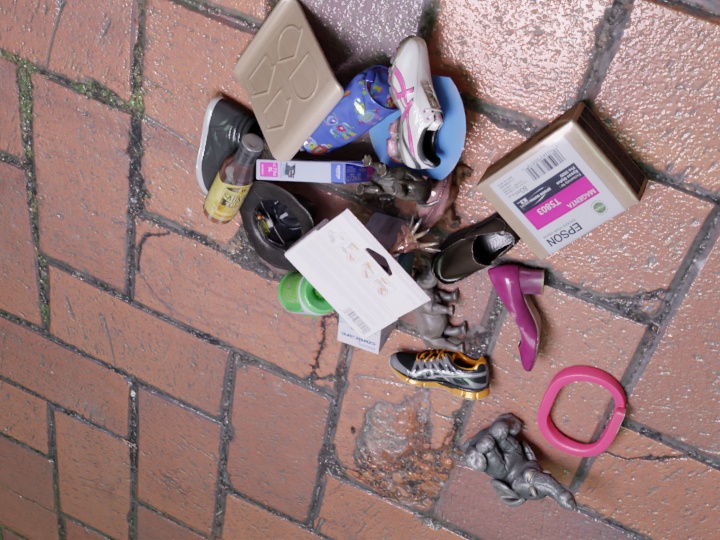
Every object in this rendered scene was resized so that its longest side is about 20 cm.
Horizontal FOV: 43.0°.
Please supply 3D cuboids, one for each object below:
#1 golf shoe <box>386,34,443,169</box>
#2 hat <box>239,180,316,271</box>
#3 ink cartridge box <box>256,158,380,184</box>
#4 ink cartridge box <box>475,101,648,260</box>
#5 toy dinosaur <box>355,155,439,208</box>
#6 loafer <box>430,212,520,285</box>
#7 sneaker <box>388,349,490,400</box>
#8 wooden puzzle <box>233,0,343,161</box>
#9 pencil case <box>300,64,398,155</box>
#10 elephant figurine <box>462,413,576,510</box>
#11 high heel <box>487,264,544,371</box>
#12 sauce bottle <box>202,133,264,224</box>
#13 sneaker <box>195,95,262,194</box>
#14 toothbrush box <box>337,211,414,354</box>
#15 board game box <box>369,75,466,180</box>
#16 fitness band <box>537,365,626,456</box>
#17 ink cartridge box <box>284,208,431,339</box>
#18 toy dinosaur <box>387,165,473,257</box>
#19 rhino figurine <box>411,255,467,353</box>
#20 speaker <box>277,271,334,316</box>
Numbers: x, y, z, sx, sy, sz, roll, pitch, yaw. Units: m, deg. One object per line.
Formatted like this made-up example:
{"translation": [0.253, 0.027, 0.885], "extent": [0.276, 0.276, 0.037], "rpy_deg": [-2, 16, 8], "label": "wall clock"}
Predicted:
{"translation": [0.092, -0.249, 1.363], "extent": [0.092, 0.073, 0.200], "rpy_deg": [22, 126, 35], "label": "golf shoe"}
{"translation": [-0.129, -0.092, 1.651], "extent": [0.200, 0.081, 0.201], "rpy_deg": [28, 136, 31], "label": "hat"}
{"translation": [-0.060, -0.168, 1.532], "extent": [0.200, 0.119, 0.042], "rpy_deg": [3, 99, 25], "label": "ink cartridge box"}
{"translation": [0.306, -0.133, 1.396], "extent": [0.165, 0.075, 0.200], "rpy_deg": [47, 131, -9], "label": "ink cartridge box"}
{"translation": [0.061, -0.137, 1.425], "extent": [0.200, 0.102, 0.077], "rpy_deg": [6, 93, 46], "label": "toy dinosaur"}
{"translation": [0.189, -0.034, 1.522], "extent": [0.073, 0.071, 0.200], "rpy_deg": [45, 125, -8], "label": "loafer"}
{"translation": [0.151, 0.179, 1.718], "extent": [0.200, 0.078, 0.077], "rpy_deg": [12, 115, 16], "label": "sneaker"}
{"translation": [-0.111, -0.305, 1.469], "extent": [0.185, 0.046, 0.200], "rpy_deg": [-44, 65, 39], "label": "wooden puzzle"}
{"translation": [-0.022, -0.254, 1.462], "extent": [0.087, 0.078, 0.200], "rpy_deg": [31, 144, -30], "label": "pencil case"}
{"translation": [0.299, 0.387, 1.740], "extent": [0.200, 0.155, 0.142], "rpy_deg": [45, 110, 3], "label": "elephant figurine"}
{"translation": [0.266, 0.082, 1.580], "extent": [0.096, 0.067, 0.200], "rpy_deg": [5, 111, 13], "label": "high heel"}
{"translation": [-0.219, -0.159, 1.587], "extent": [0.066, 0.066, 0.200], "rpy_deg": [36, 140, 0], "label": "sauce bottle"}
{"translation": [-0.231, -0.204, 1.627], "extent": [0.099, 0.071, 0.200], "rpy_deg": [25, 128, 15], "label": "sneaker"}
{"translation": [0.029, 0.022, 1.609], "extent": [0.085, 0.146, 0.200], "rpy_deg": [18, 129, 15], "label": "toothbrush box"}
{"translation": [0.097, -0.232, 1.441], "extent": [0.200, 0.039, 0.158], "rpy_deg": [18, 115, 41], "label": "board game box"}
{"translation": [0.402, 0.257, 1.664], "extent": [0.143, 0.037, 0.200], "rpy_deg": [24, 130, 14], "label": "fitness band"}
{"translation": [0.000, 0.000, 1.478], "extent": [0.200, 0.045, 0.176], "rpy_deg": [47, 133, -10], "label": "ink cartridge box"}
{"translation": [0.116, -0.104, 1.471], "extent": [0.086, 0.136, 0.200], "rpy_deg": [24, 126, 12], "label": "toy dinosaur"}
{"translation": [0.131, 0.060, 1.642], "extent": [0.087, 0.060, 0.200], "rpy_deg": [-2, 121, 26], "label": "rhino figurine"}
{"translation": [-0.094, 0.039, 1.670], "extent": [0.088, 0.088, 0.200], "rpy_deg": [48, 165, -11], "label": "speaker"}
